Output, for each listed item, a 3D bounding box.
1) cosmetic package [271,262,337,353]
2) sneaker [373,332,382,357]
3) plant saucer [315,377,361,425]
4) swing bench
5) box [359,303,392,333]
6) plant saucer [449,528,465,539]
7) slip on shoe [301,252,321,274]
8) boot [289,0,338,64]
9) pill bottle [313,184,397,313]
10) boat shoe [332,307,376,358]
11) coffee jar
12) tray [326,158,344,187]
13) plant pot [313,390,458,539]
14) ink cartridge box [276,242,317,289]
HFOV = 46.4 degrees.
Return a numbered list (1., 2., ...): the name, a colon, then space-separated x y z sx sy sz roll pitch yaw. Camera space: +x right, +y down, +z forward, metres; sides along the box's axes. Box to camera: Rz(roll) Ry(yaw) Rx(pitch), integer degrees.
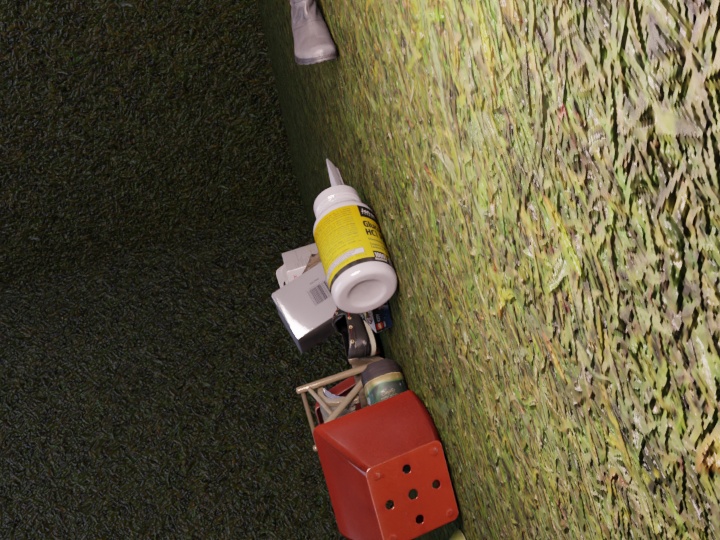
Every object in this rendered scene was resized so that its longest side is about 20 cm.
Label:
1. cosmetic package: -0.086 0.075 1.935 0.124 0.197 0.200 56 172 11
2. sneaker: 0.009 0.174 2.044 0.201 0.066 0.111 146 109 -81
3. plant saucer: -0.017 0.299 1.928 0.037 0.197 0.202 50 163 31
4. swing bench: -0.009 0.303 1.793 0.129 0.198 0.202 39 150 44
5. box: 0.000 0.000 1.603 0.136 0.037 0.204 41 148 57
6. plant saucer: 0.180 0.535 1.397 0.200 0.030 0.205 165 91 -85
7. slip on shoe: -0.101 -0.011 2.008 0.061 0.199 0.076 54 -157 14
8. boot: -0.088 -0.417 1.357 0.201 0.068 0.134 -121 21 -57
9. pill bottle: -0.016 -0.041 1.396 0.114 0.110 0.203 81 172 -54
10. boat shoe: -0.027 0.096 1.742 0.075 0.062 0.204 99 157 -45
11. coffee jar: 0.064 0.276 1.612 0.105 0.083 0.203 77 175 -62
12. tray: -0.037 -0.150 1.825 0.202 0.022 0.109 -111 7 -48
13. plant pot: 0.055 0.341 1.383 0.176 0.196 0.205 -166 60 -72
14. ink cartridge box: -0.110 0.013 2.121 0.126 0.195 0.131 -116 12 -64
